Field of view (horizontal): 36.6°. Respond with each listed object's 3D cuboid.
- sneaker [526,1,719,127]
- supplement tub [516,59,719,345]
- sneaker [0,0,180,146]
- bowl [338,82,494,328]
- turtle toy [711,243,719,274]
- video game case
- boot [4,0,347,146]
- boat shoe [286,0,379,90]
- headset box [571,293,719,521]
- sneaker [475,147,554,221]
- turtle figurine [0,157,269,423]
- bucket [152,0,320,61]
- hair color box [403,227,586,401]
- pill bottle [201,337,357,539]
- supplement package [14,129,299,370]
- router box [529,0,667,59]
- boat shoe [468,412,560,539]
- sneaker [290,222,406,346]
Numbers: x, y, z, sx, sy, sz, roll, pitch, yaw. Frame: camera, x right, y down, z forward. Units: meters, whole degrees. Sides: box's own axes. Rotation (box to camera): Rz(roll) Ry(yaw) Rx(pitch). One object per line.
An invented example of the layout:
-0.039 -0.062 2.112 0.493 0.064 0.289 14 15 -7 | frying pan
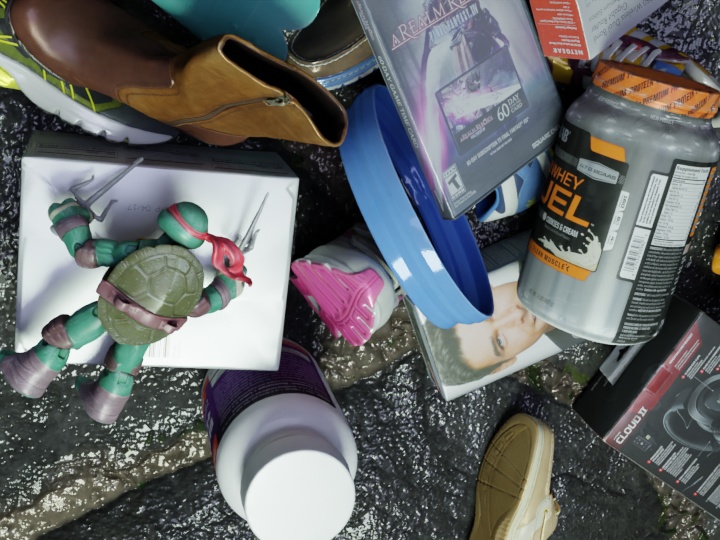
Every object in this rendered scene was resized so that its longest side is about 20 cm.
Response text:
0.220 -0.173 0.904 0.198 0.090 0.076 17 102 -19 | sneaker
0.203 -0.054 0.850 0.121 0.123 0.202 8 108 -16 | supplement tub
-0.217 -0.160 0.807 0.199 0.074 0.085 24 100 -20 | sneaker
0.042 -0.047 0.846 0.039 0.201 0.201 -26 113 15 | bowl
0.406 -0.016 0.994 0.200 0.101 0.146 -43 111 1 | turtle toy
0.077 -0.160 0.815 0.143 0.019 0.201 -36 115 -27 | video game case
-0.126 -0.131 0.708 0.188 0.200 0.069 37 80 -29 | boot
0.013 -0.220 0.825 0.200 0.072 0.073 -45 151 -17 | boat shoe
0.311 0.125 1.029 0.199 0.077 0.149 33 96 -20 | headset box
0.092 -0.126 0.897 0.082 0.074 0.201 -33 111 0 | sneaker
-0.155 0.008 0.749 0.149 0.101 0.200 34 102 -20 | turtle figurine
-0.073 -0.246 0.753 0.134 0.207 0.208 31 98 -13 | bucket
0.144 0.026 0.964 0.199 0.061 0.100 -23 111 -6 | hair color box
-0.065 0.136 0.871 0.110 0.200 0.112 -4 108 -12 | pill bottle
-0.160 -0.015 0.847 0.198 0.111 0.157 4 106 -14 | supplement package
0.199 -0.289 0.833 0.200 0.049 0.181 -38 123 -26 | router box
0.151 0.229 1.030 0.069 0.074 0.202 5 107 -28 | boat shoe
0.000 0.000 0.853 0.088 0.200 0.082 -39 96 -7 | sneaker
